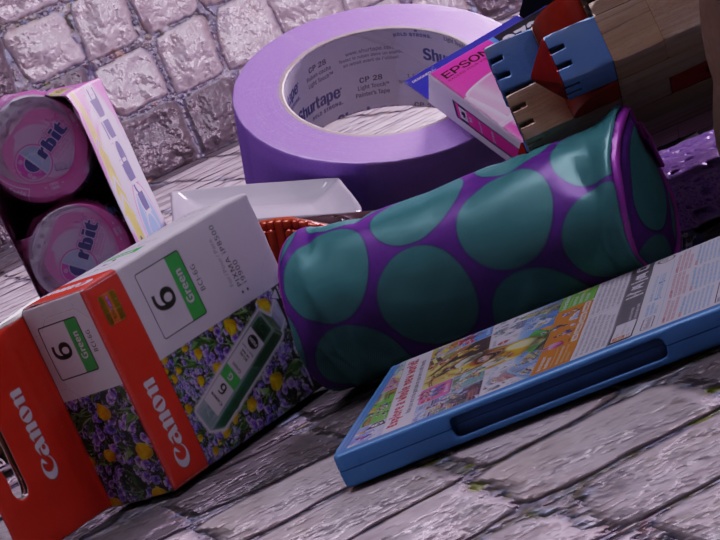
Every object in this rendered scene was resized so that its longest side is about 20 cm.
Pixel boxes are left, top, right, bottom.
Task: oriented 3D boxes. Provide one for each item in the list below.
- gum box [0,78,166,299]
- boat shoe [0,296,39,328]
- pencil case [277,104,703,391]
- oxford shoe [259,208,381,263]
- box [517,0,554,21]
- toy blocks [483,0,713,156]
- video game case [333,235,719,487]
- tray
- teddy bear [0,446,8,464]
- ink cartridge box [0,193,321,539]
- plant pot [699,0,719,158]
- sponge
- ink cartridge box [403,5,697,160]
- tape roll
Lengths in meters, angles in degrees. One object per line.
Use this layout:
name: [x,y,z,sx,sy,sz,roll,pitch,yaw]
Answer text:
gum box: [-0.145,-0.011,1.426,0.066,0.200,0.114,-24,6,5]
boat shoe: [-0.247,0.083,1.620,0.200,0.072,0.069,-36,-28,-22]
pencil case: [0.058,-0.009,1.228,0.200,0.085,0.092,-20,25,28]
oxford shoe: [0.000,0.000,1.389,0.200,0.071,0.073,-4,8,20]
box: [0.223,-0.208,1.629,0.196,0.124,0.200,-25,-25,-21]
toy blocks: [0.126,-0.101,1.246,0.137,0.100,0.200,-23,-17,3]
video game case: [0.093,0.032,1.100,0.200,0.018,0.143,-22,9,15]
tray: [-0.058,-0.032,1.503,0.107,0.022,0.200,-4,7,-4]
teddy bear: [-0.258,0.109,1.465,0.145,0.067,0.200,-20,8,44]
ink cartridge box: [-0.107,0.050,1.242,0.050,0.109,0.200,-18,10,40]
plant pot: [0.211,-0.077,0.964,0.200,0.200,0.175,-26,-11,-13]
sponge: [0.193,-0.054,1.326,0.200,0.030,0.112,-22,9,11]
ink cartridge box: [0.112,-0.111,1.587,0.095,0.037,0.200,-31,37,-15]
tape roll: [0.018,-0.100,1.690,0.200,0.066,0.200,-5,34,3]
